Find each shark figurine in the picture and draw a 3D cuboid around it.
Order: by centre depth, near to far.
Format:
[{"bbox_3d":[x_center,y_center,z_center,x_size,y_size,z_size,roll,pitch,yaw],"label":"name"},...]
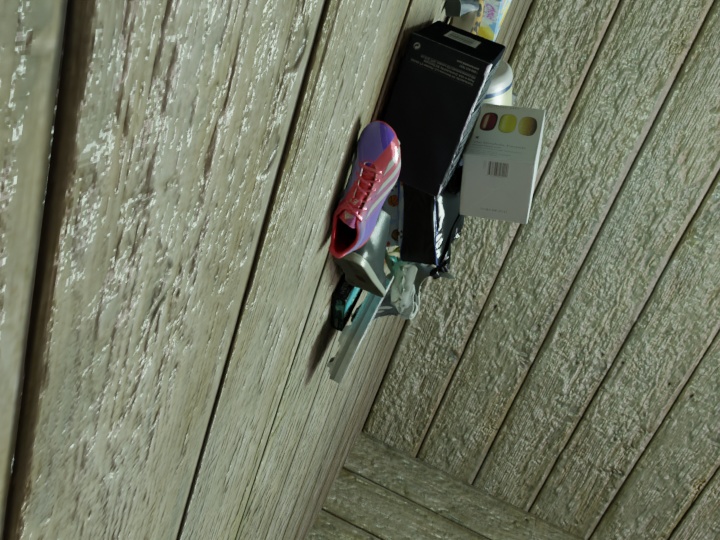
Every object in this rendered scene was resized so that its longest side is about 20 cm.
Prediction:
[{"bbox_3d":[0.109,-0.005,1.381,0.214,0.088,0.130,135,-56,-70],"label":"shark figurine"}]

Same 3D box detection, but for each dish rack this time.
[{"bbox_3d":[-0.006,0.109,1.390,0.201,0.043,0.172,-62,178,-39],"label":"dish rack"}]

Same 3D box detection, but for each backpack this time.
[{"bbox_3d":[0.120,-0.117,1.302,0.190,0.152,0.202,-39,138,-55],"label":"backpack"}]

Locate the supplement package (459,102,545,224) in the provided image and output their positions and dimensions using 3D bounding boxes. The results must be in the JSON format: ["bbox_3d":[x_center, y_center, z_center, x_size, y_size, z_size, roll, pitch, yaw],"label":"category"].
[{"bbox_3d":[0.236,-0.181,1.201,0.201,0.112,0.111,-65,160,-51],"label":"supplement package"}]

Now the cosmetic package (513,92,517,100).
[{"bbox_3d":[0.602,-0.718,3.094,0.107,0.090,0.200,-56,179,22],"label":"cosmetic package"}]

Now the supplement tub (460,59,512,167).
[{"bbox_3d":[0.208,-0.280,1.355,0.145,0.143,0.202,-58,150,-47],"label":"supplement tub"}]

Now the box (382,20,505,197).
[{"bbox_3d":[0.113,-0.243,1.073,0.200,0.122,0.200,-54,165,-63],"label":"box"}]

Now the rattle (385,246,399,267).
[{"bbox_3d":[0.079,-0.068,1.589,0.199,0.129,0.145,-1,99,-48],"label":"rattle"}]

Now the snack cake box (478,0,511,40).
[{"bbox_3d":[0.252,-0.531,1.389,0.200,0.067,0.116,26,88,-82],"label":"snack cake box"}]

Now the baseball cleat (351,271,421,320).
[{"bbox_3d":[0.055,0.081,1.527,0.070,0.106,0.200,-41,172,-46],"label":"baseball cleat"}]

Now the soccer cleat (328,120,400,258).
[{"bbox_3d":[0.003,-0.102,0.968,0.077,0.066,0.201,-52,166,-45],"label":"soccer cleat"}]

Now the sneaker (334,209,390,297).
[{"bbox_3d":[0.021,-0.029,1.193,0.200,0.074,0.107,65,48,-69],"label":"sneaker"}]

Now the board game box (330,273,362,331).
[{"bbox_3d":[0.000,0.000,1.354,0.136,0.028,0.201,98,18,-62],"label":"board game box"}]

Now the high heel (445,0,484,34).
[{"bbox_3d":[0.167,-0.369,1.246,0.143,0.071,0.202,-43,147,-56],"label":"high heel"}]
